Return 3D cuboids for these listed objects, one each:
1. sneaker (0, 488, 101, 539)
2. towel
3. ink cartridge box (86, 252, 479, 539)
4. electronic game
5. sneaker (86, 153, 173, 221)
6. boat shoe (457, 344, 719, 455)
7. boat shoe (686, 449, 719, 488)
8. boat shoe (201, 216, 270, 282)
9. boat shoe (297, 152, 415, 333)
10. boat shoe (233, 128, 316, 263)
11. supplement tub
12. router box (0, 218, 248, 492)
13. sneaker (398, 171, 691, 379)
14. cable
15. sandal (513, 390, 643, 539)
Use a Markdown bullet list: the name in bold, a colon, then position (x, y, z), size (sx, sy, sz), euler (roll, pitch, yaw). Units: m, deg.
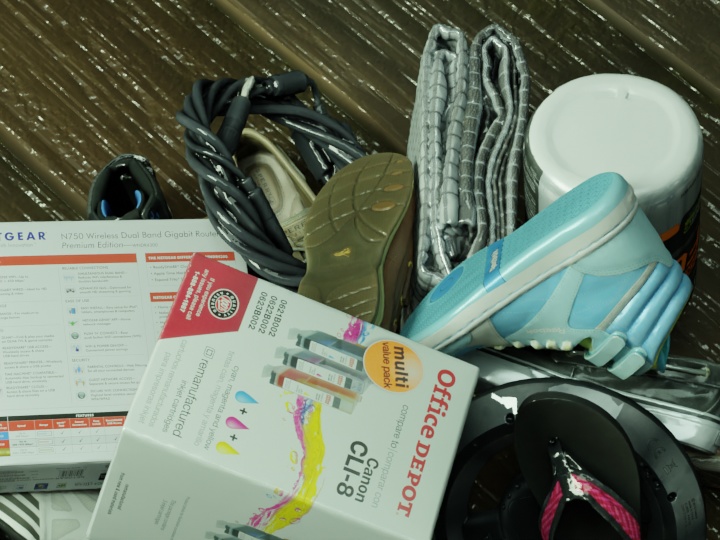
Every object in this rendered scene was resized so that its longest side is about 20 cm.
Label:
- **sneaker**: position (-0.176, 0.196, 1.508), size (0.200, 0.076, 0.116), euler (27, 42, -6)
- **towel**: position (0.078, -0.052, 1.595), size (0.085, 0.166, 0.201), euler (3, 65, -2)
- **ink cartridge box**: position (-0.047, 0.115, 1.392), size (0.199, 0.145, 0.146), euler (22, 52, -3)
- **electronic game**: position (0.132, 0.165, 1.490), size (0.199, 0.201, 0.042), euler (11, 23, 10)
- **sneaker**: position (-0.162, 0.010, 1.611), size (0.073, 0.112, 0.201), euler (-15, 64, -1)
- **boat shoe**: position (0.156, 0.069, 1.510), size (0.199, 0.072, 0.071), euler (15, 79, 9)
- **boat shoe**: position (0.213, 0.103, 1.553), size (0.199, 0.076, 0.072), euler (14, 77, 10)
- **boat shoe**: position (-0.068, 0.052, 1.604), size (0.071, 0.076, 0.201), euler (-27, 65, -3)
- **boat shoe**: position (0.000, 0.000, 1.511), size (0.072, 0.068, 0.201), euler (-5, 42, 17)
- **boat shoe**: position (-0.045, -0.018, 1.641), size (0.072, 0.065, 0.201), euler (-26, 65, -8)
- **supplement tub**: position (0.175, -0.030, 1.547), size (0.122, 0.201, 0.123), euler (-3, 52, 4)
- **router box**: position (-0.169, 0.055, 1.509), size (0.199, 0.049, 0.181), euler (-1, 64, -16)
- **sneaker**: position (0.127, 0.038, 1.449), size (0.200, 0.131, 0.080), euler (-34, 18, 29)
- **cable**: position (-0.047, -0.059, 1.571), size (0.163, 0.051, 0.201), euler (2, 58, -45)
- **sandal**: position (0.151, 0.171, 1.439), size (0.075, 0.201, 0.045), euler (-12, 18, 19)
